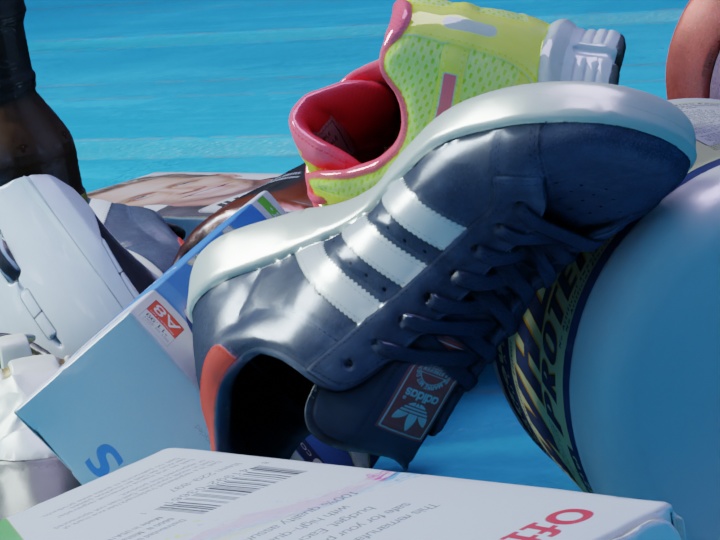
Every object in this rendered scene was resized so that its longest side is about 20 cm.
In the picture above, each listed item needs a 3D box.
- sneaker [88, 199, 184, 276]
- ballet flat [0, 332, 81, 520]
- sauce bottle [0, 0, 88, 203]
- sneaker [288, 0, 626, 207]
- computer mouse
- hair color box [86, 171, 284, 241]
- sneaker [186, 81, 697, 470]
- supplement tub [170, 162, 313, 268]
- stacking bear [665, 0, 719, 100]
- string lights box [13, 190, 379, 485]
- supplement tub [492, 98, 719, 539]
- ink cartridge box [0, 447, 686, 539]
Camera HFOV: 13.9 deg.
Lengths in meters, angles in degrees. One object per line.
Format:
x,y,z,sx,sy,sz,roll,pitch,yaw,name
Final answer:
-0.138,-0.009,1.406,0.200,0.075,0.084,33,29,33,sneaker
-0.122,0.060,1.087,0.073,0.074,0.200,-11,12,-13,ballet flat
-0.146,-0.021,1.253,0.064,0.201,0.065,-10,10,2,sauce bottle
0.013,-0.030,0.995,0.090,0.200,0.079,19,51,-11,sneaker
-0.129,0.002,1.185,0.110,0.200,0.044,-46,-4,25,computer mouse
-0.069,-0.012,1.508,0.199,0.061,0.100,1,14,43,hair color box
0.024,0.012,0.905,0.075,0.085,0.200,23,-36,-35,sneaker
0.000,0.000,1.281,0.106,0.108,0.200,-3,13,23,supplement tub
0.208,-0.040,1.107,0.114,0.122,0.200,35,9,-39,stacking bear
-0.045,0.046,1.067,0.059,0.103,0.200,-39,3,17,string lights box
0.122,0.020,0.993,0.144,0.146,0.200,-10,11,-8,supplement tub
-0.027,0.113,0.792,0.199,0.088,0.145,0,14,43,ink cartridge box
